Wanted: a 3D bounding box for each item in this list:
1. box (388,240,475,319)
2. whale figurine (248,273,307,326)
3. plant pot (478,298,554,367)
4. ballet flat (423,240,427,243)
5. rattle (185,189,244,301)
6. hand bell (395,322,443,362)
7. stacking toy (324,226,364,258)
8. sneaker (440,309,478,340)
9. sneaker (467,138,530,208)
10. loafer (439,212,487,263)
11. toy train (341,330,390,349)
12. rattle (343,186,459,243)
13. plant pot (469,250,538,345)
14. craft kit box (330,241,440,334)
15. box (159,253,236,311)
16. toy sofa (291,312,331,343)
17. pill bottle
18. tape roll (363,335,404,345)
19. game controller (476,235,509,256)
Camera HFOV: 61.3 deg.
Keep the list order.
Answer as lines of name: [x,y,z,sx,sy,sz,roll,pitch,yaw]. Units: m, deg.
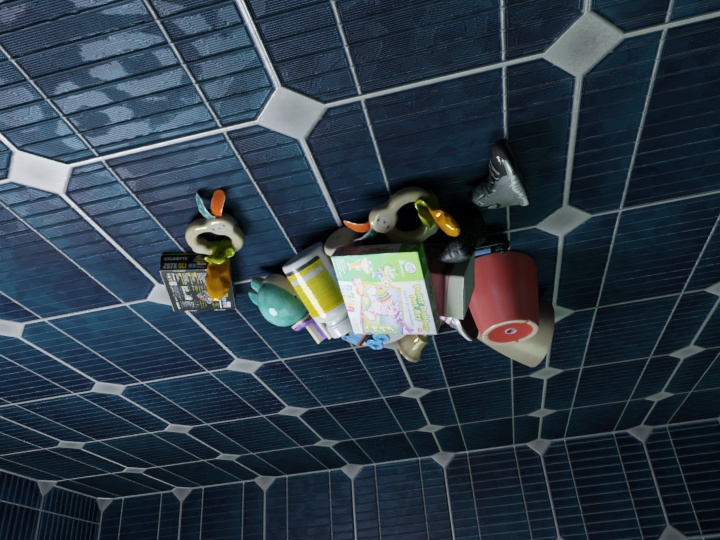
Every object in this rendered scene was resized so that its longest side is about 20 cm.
box: [0.142,0.016,1.322,0.196,0.128,0.111,6,122,19]
whale figurine: [-0.212,0.081,1.480,0.159,0.105,0.198,40,153,-28]
plant pot: [0.398,0.148,1.665,0.197,0.190,0.188,15,146,-6]
ballet flat: [0.108,-0.017,1.441,0.063,0.068,0.201,-37,162,-50]
rattle: [-0.308,-0.052,1.255,0.128,0.145,0.200,22,150,-9]
hand bell: [0.202,0.169,1.759,0.103,0.105,0.200,21,129,-37]
stacking toy: [0.000,0.000,1.368,0.084,0.086,0.201,-19,125,22]
sneaker: [0.213,0.109,1.589,0.120,0.084,0.201,-25,103,49]
sneaker: [0.259,-0.172,1.196,0.114,0.076,0.200,-15,149,21]
loafer: [0.217,-0.070,1.279,0.070,0.200,0.069,-19,103,32]
toy train: [0.028,0.126,1.499,0.113,0.088,0.201,22,148,-7]
rattle: [0.079,-0.078,1.217,0.196,0.144,0.131,-11,140,-13]
plant pot: [0.357,0.077,1.518,0.196,0.180,0.202,-4,149,-2]
craft kit box: [0.055,0.042,1.270,0.194,0.049,0.203,-5,119,23]
box: [-0.385,0.031,1.463,0.157,0.050,0.201,-3,149,-8]
toy sofa: [-0.107,0.141,1.554,0.097,0.083,0.200,-39,180,-16]
pill bottle: [-0.081,0.047,1.376,0.110,0.111,0.202,-25,102,31]
tape roll: [0.037,0.134,1.672,0.198,0.072,0.203,-4,150,-2]
game controller: [0.248,-0.044,1.414,0.196,0.043,0.104,-12,179,11]
